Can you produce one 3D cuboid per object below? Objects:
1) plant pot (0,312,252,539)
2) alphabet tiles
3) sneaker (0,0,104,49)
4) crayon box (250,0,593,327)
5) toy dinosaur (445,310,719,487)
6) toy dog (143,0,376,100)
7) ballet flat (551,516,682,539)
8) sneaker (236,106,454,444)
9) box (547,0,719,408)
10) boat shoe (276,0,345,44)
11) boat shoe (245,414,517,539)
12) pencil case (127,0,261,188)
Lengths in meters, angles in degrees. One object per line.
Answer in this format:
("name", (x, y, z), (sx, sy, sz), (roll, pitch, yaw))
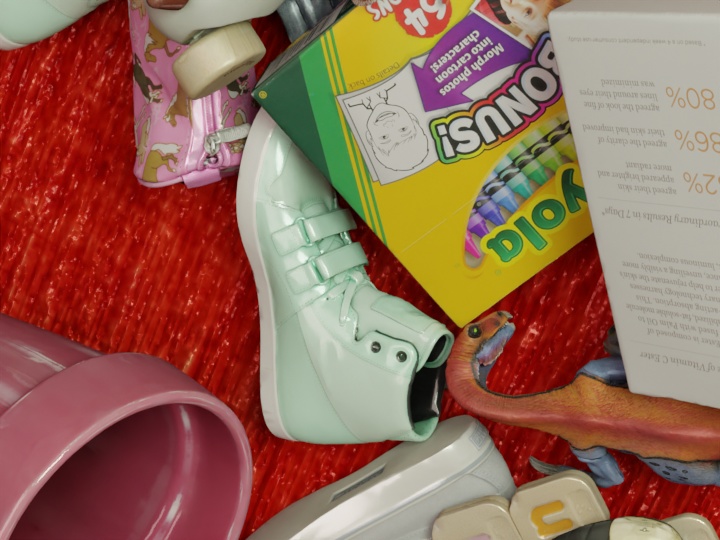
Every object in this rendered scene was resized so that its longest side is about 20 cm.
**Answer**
("plant pot", (-0.192, 0.116, 1.093), (0.179, 0.200, 0.201), (31, 107, 33))
("alphabet tiles", (0.122, 0.204, 1.021), (0.195, 0.015, 0.200), (-23, 103, 27))
("sneaker", (-0.193, -0.241, 1.101), (0.118, 0.074, 0.201), (-14, 99, 31))
("crayon box", (0.075, -0.096, 0.989), (0.200, 0.058, 0.173), (-37, 103, 22))
("toy dinosaur", (0.140, 0.060, 0.966), (0.181, 0.200, 0.105), (6, 81, -9))
("toy dog", (-0.043, -0.173, 0.953), (0.132, 0.096, 0.200), (38, 101, 1))
("ballet flat", (0.090, 0.191, 0.986), (0.200, 0.057, 0.066), (-38, 98, 30))
("sneaker", (0.000, 0.000, 1.049), (0.118, 0.074, 0.201), (3, 106, 32))
("box", (0.193, -0.041, 0.870), (0.152, 0.106, 0.201), (10, 123, 48))
("boat shoe", (-0.021, -0.208, 1.041), (0.091, 0.071, 0.201), (-18, 90, 19))
("boat shoe", (0.001, 0.155, 1.075), (0.200, 0.072, 0.069), (-33, 99, 14))
("pencil case", (-0.095, -0.148, 1.058), (0.086, 0.083, 0.201), (4, 102, 33))
